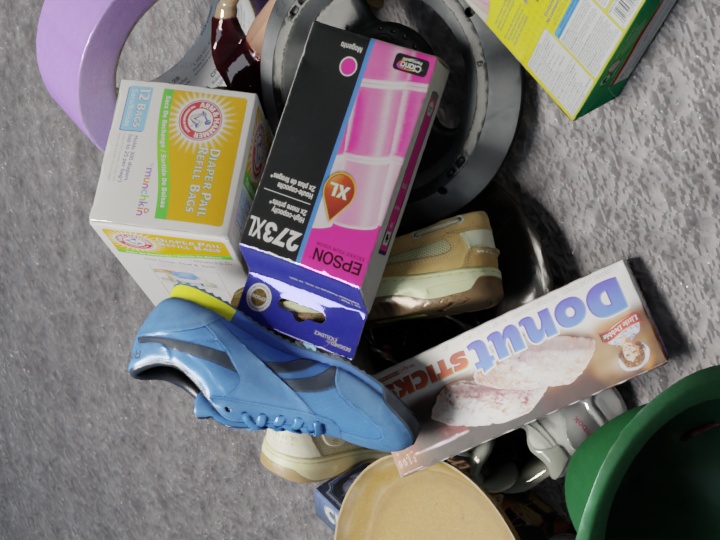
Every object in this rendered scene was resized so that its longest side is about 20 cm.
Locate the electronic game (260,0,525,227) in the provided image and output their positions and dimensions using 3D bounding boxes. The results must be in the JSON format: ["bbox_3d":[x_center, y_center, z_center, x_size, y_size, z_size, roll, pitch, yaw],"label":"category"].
[{"bbox_3d":[0.018,-0.129,0.848,0.197,0.042,0.204,8,108,25],"label":"electronic game"}]

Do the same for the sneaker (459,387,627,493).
[{"bbox_3d":[0.099,0.119,0.908,0.078,0.099,0.199,52,151,-9],"label":"sneaker"}]

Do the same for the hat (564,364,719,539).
[{"bbox_3d":[0.152,0.116,0.795,0.176,0.163,0.203,38,127,53],"label":"hat"}]

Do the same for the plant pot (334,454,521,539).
[{"bbox_3d":[0.056,0.229,0.889,0.198,0.027,0.204,9,102,46],"label":"plant pot"}]

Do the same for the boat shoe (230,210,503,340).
[{"bbox_3d":[0.000,0.000,0.855,0.072,0.196,0.078,30,-128,-72],"label":"boat shoe"}]

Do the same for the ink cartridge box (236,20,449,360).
[{"bbox_3d":[-0.018,-0.053,0.807,0.093,0.037,0.203,19,93,21],"label":"ink cartridge box"}]

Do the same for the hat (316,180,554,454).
[{"bbox_3d":[0.064,0.031,0.901,0.197,0.081,0.205,-2,85,27],"label":"hat"}]

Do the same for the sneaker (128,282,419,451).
[{"bbox_3d":[-0.060,0.085,0.817,0.198,0.079,0.066,25,151,7],"label":"sneaker"}]

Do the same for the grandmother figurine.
[{"bbox_3d":[-0.071,-0.163,0.935,0.200,0.060,0.122,-44,76,33],"label":"grandmother figurine"}]

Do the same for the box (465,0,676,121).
[{"bbox_3d":[0.098,-0.202,0.736,0.201,0.048,0.118,51,147,17],"label":"box"}]

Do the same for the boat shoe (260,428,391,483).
[{"bbox_3d":[0.002,0.108,0.961,0.071,0.198,0.066,23,110,35],"label":"boat shoe"}]

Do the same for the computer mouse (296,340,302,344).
[{"bbox_3d":[-0.026,0.095,1.055,0.201,0.138,0.047,120,154,-54],"label":"computer mouse"}]

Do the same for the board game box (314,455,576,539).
[{"bbox_3d":[0.075,0.209,0.984,0.199,0.134,0.035,37,142,36],"label":"board game box"}]

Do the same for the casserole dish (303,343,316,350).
[{"bbox_3d":[-0.016,0.004,1.066,0.122,0.038,0.201,53,148,17],"label":"casserole dish"}]

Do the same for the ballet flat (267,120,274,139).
[{"bbox_3d":[-0.071,-0.113,1.031,0.070,0.069,0.201,48,149,23],"label":"ballet flat"}]

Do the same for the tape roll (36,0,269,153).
[{"bbox_3d":[-0.153,-0.185,0.978,0.066,0.198,0.202,43,144,28],"label":"tape roll"}]

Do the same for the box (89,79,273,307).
[{"bbox_3d":[-0.118,-0.045,0.926,0.200,0.099,0.114,75,-157,-71],"label":"box"}]

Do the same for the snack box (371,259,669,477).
[{"bbox_3d":[0.101,0.067,0.825,0.198,0.024,0.073,-27,81,19],"label":"snack box"}]
